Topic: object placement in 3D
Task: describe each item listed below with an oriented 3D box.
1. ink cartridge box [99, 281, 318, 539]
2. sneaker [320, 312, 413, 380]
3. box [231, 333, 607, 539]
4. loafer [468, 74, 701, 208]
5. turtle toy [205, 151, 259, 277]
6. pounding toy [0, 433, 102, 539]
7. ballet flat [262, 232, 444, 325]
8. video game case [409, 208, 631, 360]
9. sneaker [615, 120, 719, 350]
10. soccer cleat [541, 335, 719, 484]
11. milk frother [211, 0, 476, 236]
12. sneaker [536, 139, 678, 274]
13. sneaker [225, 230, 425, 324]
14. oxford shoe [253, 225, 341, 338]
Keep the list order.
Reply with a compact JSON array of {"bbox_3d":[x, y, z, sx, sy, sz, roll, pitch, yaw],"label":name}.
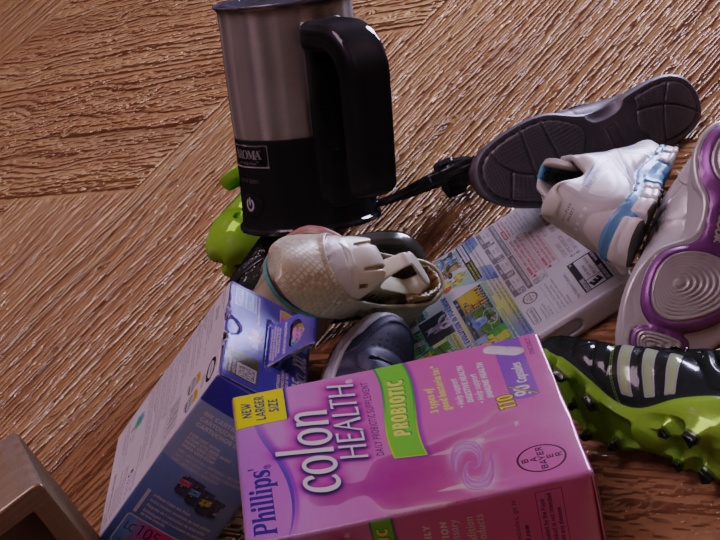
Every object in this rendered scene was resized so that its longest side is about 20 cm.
[{"bbox_3d":[-0.101,0.103,1.493,0.200,0.076,0.136,-55,16,25],"label":"ink cartridge box"},{"bbox_3d":[0.017,0.109,1.417,0.108,0.070,0.200,-13,43,46],"label":"sneaker"},{"bbox_3d":[0.032,0.135,1.241,0.200,0.097,0.176,-13,25,0],"label":"box"},{"bbox_3d":[0.168,-0.095,1.612,0.200,0.072,0.063,-22,5,-19],"label":"loafer"},{"bbox_3d":[-0.054,-0.074,1.825,0.200,0.101,0.146,-33,-6,1],"label":"turtle toy"},{"bbox_3d":[-0.278,0.226,1.443,0.200,0.184,0.142,-36,23,-5],"label":"pounding toy"},{"bbox_3d":[0.000,0.000,1.494,0.062,0.068,0.200,-30,-17,20],"label":"ballet flat"},{"bbox_3d":[0.101,0.023,1.550,0.182,0.022,0.200,-33,24,3],"label":"video game case"},{"bbox_3d":[0.223,-0.002,1.402,0.200,0.075,0.100,-61,-3,-26],"label":"sneaker"},{"bbox_3d":[0.186,0.076,1.297,0.081,0.068,0.200,-34,29,-21],"label":"soccer cleat"},{"bbox_3d":[-0.001,-0.137,1.703,0.180,0.188,0.200,4,16,38],"label":"milk frother"},{"bbox_3d":[0.171,-0.062,1.476,0.200,0.087,0.075,-43,-24,-72],"label":"sneaker"},{"bbox_3d":[-0.035,-0.001,1.700,0.199,0.076,0.114,-28,30,27],"label":"sneaker"},{"bbox_3d":[-0.059,0.044,1.593,0.200,0.071,0.074,119,173,-46],"label":"oxford shoe"}]
